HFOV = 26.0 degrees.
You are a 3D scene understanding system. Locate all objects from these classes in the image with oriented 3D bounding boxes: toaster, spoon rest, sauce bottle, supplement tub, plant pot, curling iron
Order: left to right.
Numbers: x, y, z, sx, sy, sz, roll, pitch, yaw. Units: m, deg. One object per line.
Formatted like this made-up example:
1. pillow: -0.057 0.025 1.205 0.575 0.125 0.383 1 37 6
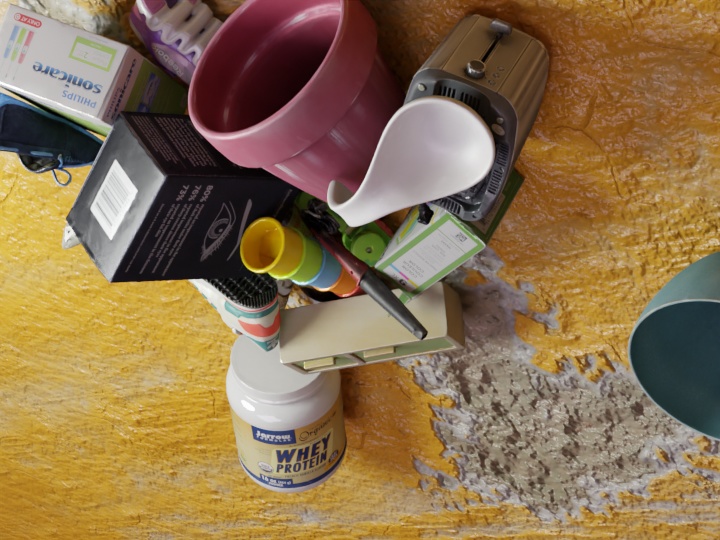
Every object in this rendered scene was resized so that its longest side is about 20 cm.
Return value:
1. supplement tub: -0.093 0.169 1.961 0.143 0.145 0.201 17 141 19
2. sauce bottle: -0.056 -0.010 1.788 0.066 0.066 0.200 -5 144 39
3. plant pot: -0.041 -0.162 1.531 0.199 0.201 0.179 -6 145 39
4. curling iron: 0.000 0.000 1.635 0.200 0.025 0.050 50 165 18
5. spoon rest: 0.040 -0.091 1.414 0.099 0.061 0.200 41 136 -18
6. toaster: 0.107 -0.143 1.478 0.113 0.129 0.201 24 142 12
7. plant pot: 0.375 0.055 1.506 0.199 0.135 0.201 20 141 17

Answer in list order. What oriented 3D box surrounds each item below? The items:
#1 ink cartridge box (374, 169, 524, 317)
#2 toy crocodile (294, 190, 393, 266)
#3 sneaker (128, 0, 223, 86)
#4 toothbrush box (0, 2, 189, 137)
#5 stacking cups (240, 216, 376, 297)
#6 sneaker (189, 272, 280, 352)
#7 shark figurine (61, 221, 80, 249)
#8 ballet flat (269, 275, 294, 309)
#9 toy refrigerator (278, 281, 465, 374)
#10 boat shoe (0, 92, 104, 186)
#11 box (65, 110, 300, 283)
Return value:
1. ink cartridge box: 0.079 -0.038 1.639 0.059 0.104 0.200 39 143 -9
2. toy crocodile: -0.016 -0.062 1.720 0.200 0.062 0.068 41 -176 -13
3. sneaker: -0.170 -0.223 1.638 0.200 0.081 0.088 48 147 -13
4. toothbrush box: -0.286 -0.197 1.656 0.145 0.087 0.200 21 179 15
5. stacking cups: -0.047 -0.010 1.701 0.060 0.061 0.199 0 170 35
6. sneaker: -0.156 0.026 1.789 0.199 0.070 0.094 35 145 44
7. shark figurine: -0.235 -0.102 1.729 0.090 0.213 0.129 48 131 30
8. ballet flat: -0.108 -0.020 1.826 0.065 0.071 0.201 -2 135 23
9. toy refrigerator: 0.012 0.070 1.763 0.198 0.071 0.076 -10 163 17
10. boat shoe: -0.350 -0.138 1.681 0.084 0.069 0.200 21 179 34
11. box: -0.181 -0.076 1.635 0.104 0.199 0.148 51 123 30
